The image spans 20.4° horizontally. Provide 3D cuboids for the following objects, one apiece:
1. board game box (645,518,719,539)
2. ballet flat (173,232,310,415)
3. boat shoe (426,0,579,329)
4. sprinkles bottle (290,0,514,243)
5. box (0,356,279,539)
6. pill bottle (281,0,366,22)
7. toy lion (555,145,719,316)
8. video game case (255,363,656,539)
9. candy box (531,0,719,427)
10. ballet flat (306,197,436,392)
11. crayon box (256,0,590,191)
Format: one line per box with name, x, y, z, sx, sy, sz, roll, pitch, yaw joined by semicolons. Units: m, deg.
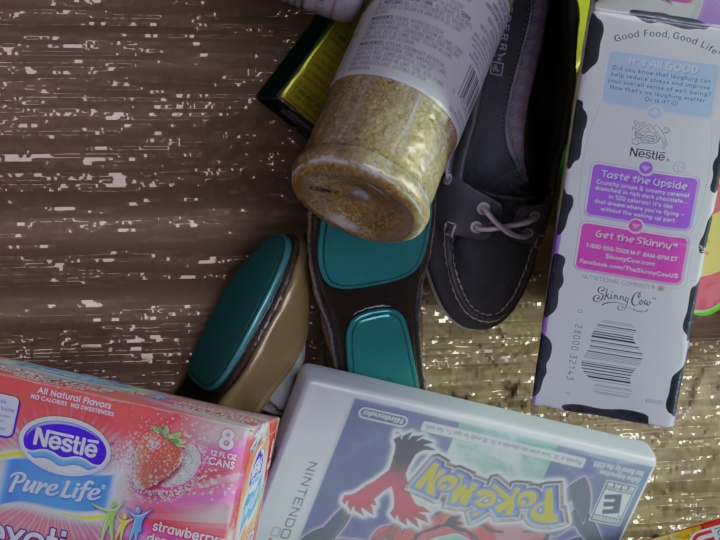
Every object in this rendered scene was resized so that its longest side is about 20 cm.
board game box;0.123;0.224;1.016;0.200;0.046;0.152;-16;54;-3
ballet flat;-0.070;0.074;1.042;0.063;0.069;0.200;32;93;-26
boat shoe;0.072;-0.067;1.021;0.067;0.057;0.200;6;93;-19
sprinkles bottle;0.032;-0.111;0.944;0.068;0.068;0.200;31;62;-17
box;-0.150;0.099;0.964;0.200;0.095;0.103;11;91;6
pill bottle;-0.077;-0.206;0.971;0.200;0.114;0.114;20;88;-2
toy lion;0.215;-0.056;1.121;0.192;0.069;0.200;33;84;-9
video game case;0.034;0.151;1.061;0.200;0.023;0.182;14;113;-18
candy box;0.135;-0.053;0.972;0.071;0.168;0.200;9;115;6
ballet flat;0.000;0.000;1.030;0.068;0.067;0.200;-5;118;-14
crayon box;0.055;-0.132;1.067;0.127;0.051;0.200;39;83;-16
